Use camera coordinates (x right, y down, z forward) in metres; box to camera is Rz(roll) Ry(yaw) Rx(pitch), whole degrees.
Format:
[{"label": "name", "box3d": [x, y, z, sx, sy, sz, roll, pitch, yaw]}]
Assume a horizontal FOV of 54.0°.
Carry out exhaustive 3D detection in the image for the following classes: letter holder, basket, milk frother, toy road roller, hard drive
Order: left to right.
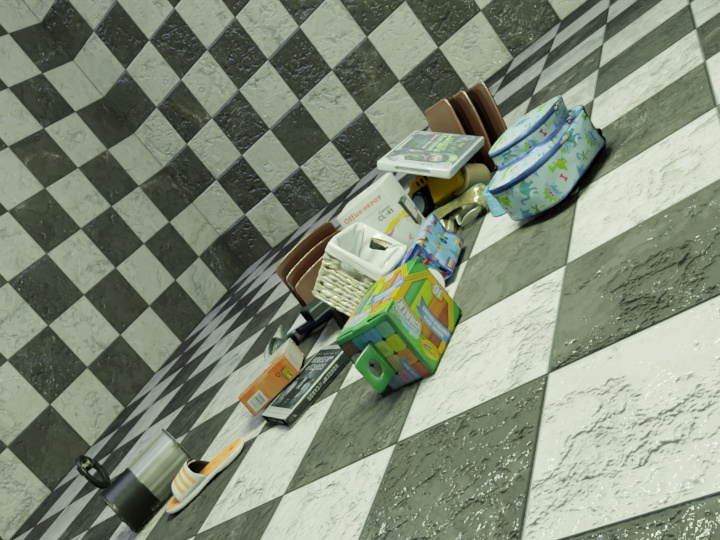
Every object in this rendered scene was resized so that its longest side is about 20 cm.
[{"label": "milk frother", "box3d": [-0.498, 0.429, 1.560, 0.188, 0.201, 0.180, -45, 9, -24]}, {"label": "letter holder", "box3d": [-0.103, -0.018, 1.809, 0.199, 0.143, 0.100, -42, 13, -13]}, {"label": "hard drive", "box3d": [-0.051, 0.046, 1.661, 0.199, 0.033, 0.139, -39, 6, -13]}, {"label": "basket", "box3d": [0.000, 0.000, 1.457, 0.126, 0.133, 0.200, -67, -10, 23]}, {"label": "toy road roller", "box3d": [0.194, -0.217, 1.633, 0.121, 0.150, 0.199, -5, -18, -40]}, {"label": "letter holder", "box3d": [0.264, -0.324, 1.683, 0.099, 0.204, 0.141, -25, 1, -40]}]

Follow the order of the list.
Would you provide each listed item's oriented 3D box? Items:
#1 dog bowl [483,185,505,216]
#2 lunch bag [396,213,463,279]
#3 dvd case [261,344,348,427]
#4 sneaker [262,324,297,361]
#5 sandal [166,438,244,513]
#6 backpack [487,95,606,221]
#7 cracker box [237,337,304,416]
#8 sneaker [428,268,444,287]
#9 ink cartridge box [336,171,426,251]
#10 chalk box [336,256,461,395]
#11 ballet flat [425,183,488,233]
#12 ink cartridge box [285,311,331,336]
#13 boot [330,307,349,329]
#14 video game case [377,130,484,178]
[{"label": "dog bowl", "box3d": [0.332, -0.197, 1.459, 0.200, 0.050, 0.111, -45, 12, -10]}, {"label": "lunch bag", "box3d": [0.105, 0.011, 1.417, 0.201, 0.093, 0.151, -51, 3, 31]}, {"label": "dvd case", "box3d": [-0.105, 0.228, 1.425, 0.200, 0.025, 0.149, -48, 13, -23]}, {"label": "sneaker", "box3d": [-0.207, 0.208, 1.762, 0.088, 0.074, 0.200, -51, 3, 10]}, {"label": "sandal", "box3d": [-0.327, 0.401, 1.440, 0.206, 0.059, 0.079, -43, 11, -5]}, {"label": "backpack", "box3d": [0.317, -0.198, 1.273, 0.201, 0.147, 0.182, -51, 13, -31]}, {"label": "cracker box", "box3d": [-0.193, 0.231, 1.563, 0.134, 0.058, 0.200, -43, 5, 3]}, {"label": "sneaker", "box3d": [0.073, 0.078, 1.287, 0.200, 0.075, 0.088, -47, 1, -18]}, {"label": "ink cartridge box", "box3d": [0.064, -0.088, 1.569, 0.146, 0.201, 0.086, -33, 13, 32]}, {"label": "chalk box", "box3d": [0.055, 0.101, 1.114, 0.123, 0.125, 0.201, -31, 16, 39]}, {"label": "ballet flat", "box3d": [0.210, -0.119, 1.564, 0.199, 0.071, 0.071, -34, 13, 42]}, {"label": "ink cartridge box", "box3d": [-0.084, 0.087, 1.821, 0.195, 0.047, 0.201, -34, 16, 26]}, {"label": "boot", "box3d": [-0.011, 0.087, 1.530, 0.074, 0.075, 0.200, -33, 7, -11]}, {"label": "video game case", "box3d": [0.159, -0.263, 1.580, 0.178, 0.024, 0.200, 12, 35, 29]}]
